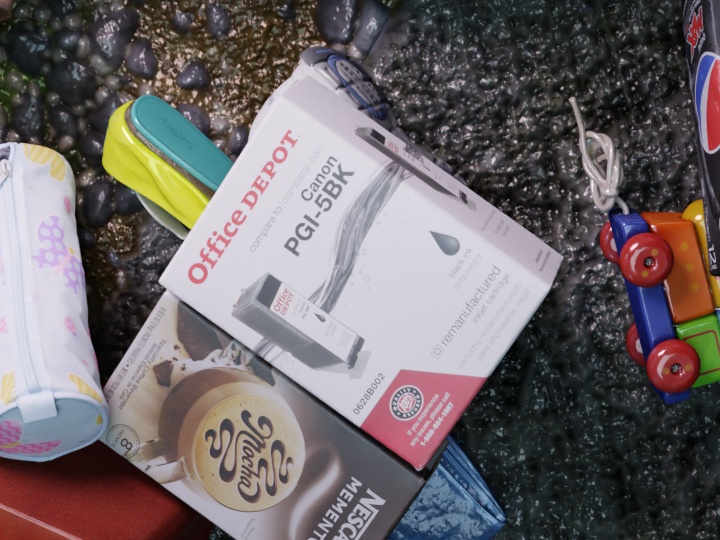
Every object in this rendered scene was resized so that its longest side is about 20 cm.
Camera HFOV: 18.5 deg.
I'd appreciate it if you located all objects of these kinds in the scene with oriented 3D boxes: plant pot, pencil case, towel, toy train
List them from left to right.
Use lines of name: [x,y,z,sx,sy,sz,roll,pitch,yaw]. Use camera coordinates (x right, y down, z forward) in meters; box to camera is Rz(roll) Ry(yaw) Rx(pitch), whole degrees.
pencil case: [-0.208,0.018,1.383,0.083,0.201,0.091,-2,149,-18]
plant pot: [-0.212,0.187,1.430,0.199,0.176,0.201,24,105,-1]
towel: [0.001,0.121,1.459,0.111,0.049,0.200,-38,98,14]
toy train: [0.211,-0.027,1.389,0.115,0.085,0.201,-16,102,-1]

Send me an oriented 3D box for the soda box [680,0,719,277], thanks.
soda box: [0.240,-0.100,1.336,0.070,0.063,0.201,-5,85,-8]

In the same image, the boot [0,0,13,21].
boot: [-0.274,-0.224,1.387,0.199,0.073,0.156,-6,77,40]

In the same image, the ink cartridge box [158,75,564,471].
ink cartridge box: [0.000,0.000,1.338,0.199,0.083,0.147,35,107,1]

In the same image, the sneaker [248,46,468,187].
sneaker: [0.012,-0.047,1.413,0.087,0.074,0.200,-40,89,22]

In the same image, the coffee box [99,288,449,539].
coffee box: [-0.059,0.103,1.395,0.199,0.080,0.113,35,110,3]

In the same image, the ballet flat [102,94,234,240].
ballet flat: [-0.086,-0.033,1.429,0.200,0.067,0.067,39,125,-2]
